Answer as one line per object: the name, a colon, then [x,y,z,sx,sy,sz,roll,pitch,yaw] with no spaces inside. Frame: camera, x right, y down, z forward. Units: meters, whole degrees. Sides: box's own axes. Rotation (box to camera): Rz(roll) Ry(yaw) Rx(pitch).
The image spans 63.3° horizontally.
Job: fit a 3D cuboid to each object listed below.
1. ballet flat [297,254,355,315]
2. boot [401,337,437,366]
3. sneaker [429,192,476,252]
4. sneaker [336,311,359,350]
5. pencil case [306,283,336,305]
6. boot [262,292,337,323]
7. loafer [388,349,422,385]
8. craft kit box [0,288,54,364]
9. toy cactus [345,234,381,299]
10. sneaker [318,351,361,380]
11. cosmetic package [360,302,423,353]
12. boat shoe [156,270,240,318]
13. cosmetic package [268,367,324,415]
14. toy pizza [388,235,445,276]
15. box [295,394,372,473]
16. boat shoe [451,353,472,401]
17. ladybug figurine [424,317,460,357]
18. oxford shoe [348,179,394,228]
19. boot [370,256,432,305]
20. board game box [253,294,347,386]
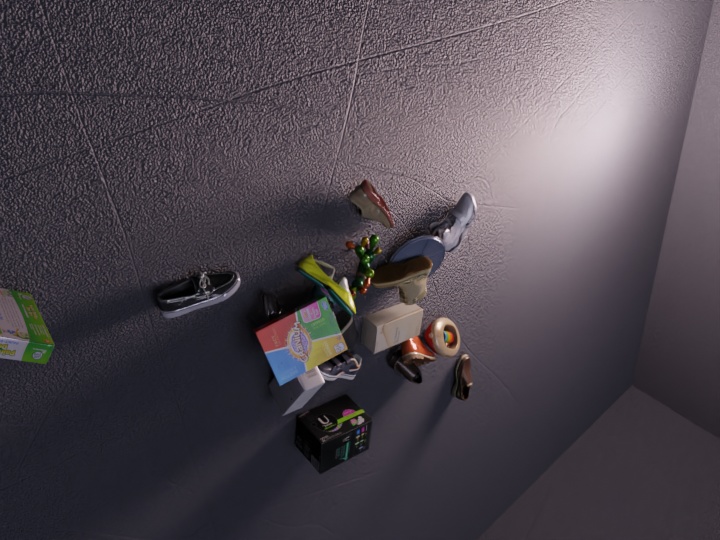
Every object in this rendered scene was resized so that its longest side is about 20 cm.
ballet flat: [-0.076,0.031,1.530,0.067,0.199,0.067,-50,173,-13]
boot: [0.197,0.265,1.987,0.074,0.109,0.199,-25,154,23]
sneaker: [0.287,-0.150,1.828,0.114,0.075,0.203,0,117,-46]
sneaker: [-0.081,0.226,1.714,0.200,0.074,0.107,-42,134,-17]
pencil case: [-0.127,0.136,1.610,0.202,0.084,0.092,-64,166,9]
boot: [-0.152,0.118,1.527,0.172,0.069,0.203,-25,109,-7]
loafer: [0.166,0.336,2.014,0.073,0.071,0.200,-52,138,-4]
craft kit box: [-0.653,0.079,1.002,0.196,0.199,0.049,18,103,-46]
toy cactus: [0.000,0.000,1.639,0.165,0.100,0.203,88,12,-69]
sneaker: [-0.069,0.280,1.759,0.199,0.078,0.080,14,110,-58]
cosmetic package: [0.101,0.177,1.858,0.198,0.073,0.105,-18,126,-36]
boat shoe: [-0.369,0.038,1.335,0.197,0.074,0.069,-19,142,-22]
cosmetic package: [-0.178,0.310,1.593,0.073,0.103,0.200,-15,155,-36]
toy pizza: [0.170,-0.035,1.797,0.197,0.032,0.202,-16,138,-14]
box: [-0.083,0.508,1.830,0.198,0.148,0.126,-16,124,-36]
boat shoe: [0.414,0.425,2.297,0.074,0.075,0.205,-21,127,-32]
ladybug figurine: [0.282,0.236,2.041,0.199,0.071,0.138,23,62,-52]
oxford shoe: [0.031,-0.171,1.601,0.074,0.071,0.200,-30,140,11]
boot: [0.120,0.046,1.777,0.197,0.073,0.157,-18,141,-17]
board game box: [-0.150,0.175,1.478,0.198,0.040,0.155,-27,102,-15]
